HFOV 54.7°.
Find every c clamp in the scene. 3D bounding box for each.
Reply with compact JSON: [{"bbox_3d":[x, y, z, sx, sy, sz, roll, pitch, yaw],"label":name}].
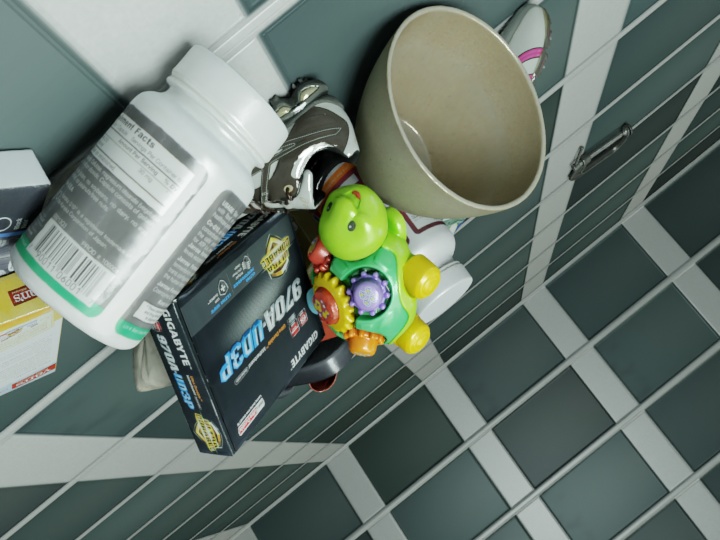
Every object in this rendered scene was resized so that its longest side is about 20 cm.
[{"bbox_3d":[0.537,-0.264,1.547,0.197,0.027,0.172,-33,161,-16],"label":"c clamp"}]

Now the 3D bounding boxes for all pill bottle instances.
[{"bbox_3d":[0.038,-0.042,0.813,0.111,0.202,0.114,-32,162,-12],"label":"pill bottle"},{"bbox_3d":[-0.149,-0.055,0.512,0.201,0.112,0.113,-51,163,-5],"label":"pill bottle"}]

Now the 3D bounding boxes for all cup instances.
[{"bbox_3d":[0.070,-0.137,0.711,0.197,0.205,0.142,-25,180,-35],"label":"cup"}]

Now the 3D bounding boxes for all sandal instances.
[{"bbox_3d":[-0.082,0.123,0.799,0.197,0.044,0.076,-16,-160,46],"label":"sandal"}]

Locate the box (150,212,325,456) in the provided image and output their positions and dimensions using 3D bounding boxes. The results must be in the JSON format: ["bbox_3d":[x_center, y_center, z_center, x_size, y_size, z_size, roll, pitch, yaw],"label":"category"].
[{"bbox_3d":[-0.114,0.050,0.683,0.045,0.163,0.200,-2,-154,27],"label":"box"}]

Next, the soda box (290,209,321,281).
[{"bbox_3d":[-0.098,0.013,0.897,0.063,0.068,0.201,-16,152,-49],"label":"soda box"}]

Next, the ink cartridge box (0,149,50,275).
[{"bbox_3d":[-0.307,-0.024,0.442,0.197,0.040,0.100,-16,153,-49],"label":"ink cartridge box"}]

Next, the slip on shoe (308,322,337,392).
[{"bbox_3d":[-0.056,0.092,0.910,0.072,0.062,0.203,-12,143,-10],"label":"slip on shoe"}]

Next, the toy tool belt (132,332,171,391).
[{"bbox_3d":[-0.172,0.050,0.759,0.122,0.127,0.199,-15,176,22],"label":"toy tool belt"}]

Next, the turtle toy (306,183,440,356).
[{"bbox_3d":[0.000,0.000,0.696,0.100,0.145,0.204,-26,139,-31],"label":"turtle toy"}]

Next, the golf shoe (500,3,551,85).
[{"bbox_3d":[0.146,-0.219,0.803,0.090,0.073,0.203,23,104,-28],"label":"golf shoe"}]

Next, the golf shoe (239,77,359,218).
[{"bbox_3d":[-0.087,-0.081,0.648,0.199,0.095,0.077,-41,163,12],"label":"golf shoe"}]

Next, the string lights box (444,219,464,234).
[{"bbox_3d":[0.089,-0.075,0.950,0.101,0.060,0.201,-15,153,-35],"label":"string lights box"}]

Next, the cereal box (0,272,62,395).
[{"bbox_3d":[-0.327,0.072,0.583,0.142,0.040,0.200,-26,170,-34],"label":"cereal box"}]
